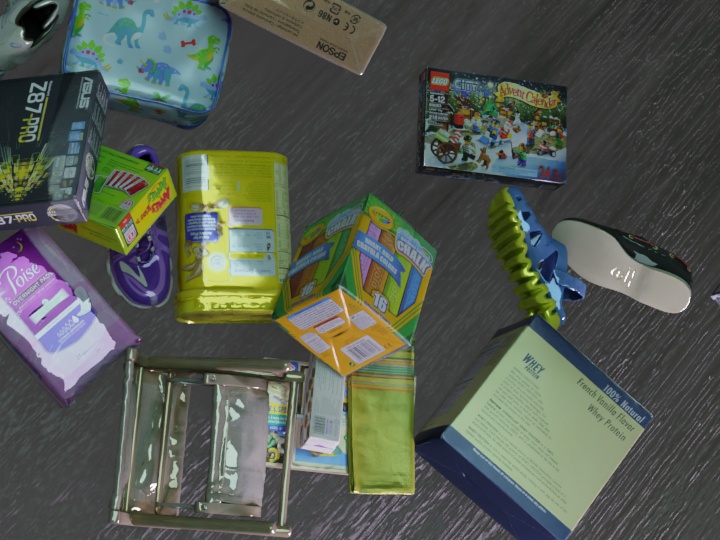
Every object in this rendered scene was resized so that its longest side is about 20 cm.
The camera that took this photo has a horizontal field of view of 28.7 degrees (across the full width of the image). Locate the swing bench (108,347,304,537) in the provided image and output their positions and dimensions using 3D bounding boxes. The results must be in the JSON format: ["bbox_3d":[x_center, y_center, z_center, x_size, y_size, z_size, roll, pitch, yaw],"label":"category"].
[{"bbox_3d":[-0.178,0.202,1.635,0.200,0.130,0.199,3,78,7],"label":"swing bench"}]

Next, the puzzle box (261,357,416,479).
[{"bbox_3d":[-0.031,0.183,1.738,0.200,0.025,0.133,7,77,-14],"label":"puzzle box"}]

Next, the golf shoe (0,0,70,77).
[{"bbox_3d":[-0.379,-0.302,1.672,0.078,0.097,0.200,52,39,-28],"label":"golf shoe"}]

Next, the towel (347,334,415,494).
[{"bbox_3d":[0.027,0.174,1.733,0.086,0.018,0.200,3,78,-14],"label":"towel"}]

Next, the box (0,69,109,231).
[{"bbox_3d":[-0.380,-0.136,1.611,0.161,0.049,0.200,-4,53,8],"label":"box"}]

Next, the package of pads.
[{"bbox_3d":[-0.364,0.050,1.644,0.120,0.076,0.200,-42,92,-22],"label":"package of pads"}]

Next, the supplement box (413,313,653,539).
[{"bbox_3d":[0.209,0.198,1.744,0.200,0.134,0.200,41,72,-5],"label":"supplement box"}]

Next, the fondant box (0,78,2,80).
[{"bbox_3d":[-0.535,-0.281,1.672,0.200,0.058,0.145,-7,81,-18],"label":"fondant box"}]

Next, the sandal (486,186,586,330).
[{"bbox_3d":[0.230,-0.017,1.829,0.087,0.079,0.200,-23,94,-22],"label":"sandal"}]

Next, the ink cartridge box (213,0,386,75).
[{"bbox_3d":[-0.085,-0.323,1.730,0.200,0.165,0.075,24,98,-19],"label":"ink cartridge box"}]

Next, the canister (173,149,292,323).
[{"bbox_3d":[-0.154,-0.041,1.717,0.148,0.087,0.200,1,78,-16],"label":"canister"}]

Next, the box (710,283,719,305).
[{"bbox_3d":[0.599,0.016,1.935,0.158,0.050,0.200,44,71,-4],"label":"box"}]

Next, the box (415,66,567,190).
[{"bbox_3d":[0.174,-0.187,1.862,0.200,0.038,0.137,5,78,-15],"label":"box"}]

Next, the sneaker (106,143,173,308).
[{"bbox_3d":[-0.265,-0.054,1.689,0.080,0.083,0.200,-5,81,-16],"label":"sneaker"}]

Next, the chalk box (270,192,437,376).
[{"bbox_3d":[0.000,0.000,1.685,0.124,0.125,0.200,40,44,-24],"label":"chalk box"}]

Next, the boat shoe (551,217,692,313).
[{"bbox_3d":[0.347,-0.014,1.867,0.201,0.074,0.063,27,34,2],"label":"boat shoe"}]

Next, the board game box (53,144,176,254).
[{"bbox_3d":[-0.325,-0.098,1.635,0.200,0.048,0.102,21,57,25],"label":"board game box"}]

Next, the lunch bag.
[{"bbox_3d":[-0.262,-0.271,1.733,0.200,0.082,0.161,12,77,-13],"label":"lunch bag"}]

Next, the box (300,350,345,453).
[{"bbox_3d":[-0.041,0.123,1.708,0.041,0.039,0.200,13,57,-14],"label":"box"}]
